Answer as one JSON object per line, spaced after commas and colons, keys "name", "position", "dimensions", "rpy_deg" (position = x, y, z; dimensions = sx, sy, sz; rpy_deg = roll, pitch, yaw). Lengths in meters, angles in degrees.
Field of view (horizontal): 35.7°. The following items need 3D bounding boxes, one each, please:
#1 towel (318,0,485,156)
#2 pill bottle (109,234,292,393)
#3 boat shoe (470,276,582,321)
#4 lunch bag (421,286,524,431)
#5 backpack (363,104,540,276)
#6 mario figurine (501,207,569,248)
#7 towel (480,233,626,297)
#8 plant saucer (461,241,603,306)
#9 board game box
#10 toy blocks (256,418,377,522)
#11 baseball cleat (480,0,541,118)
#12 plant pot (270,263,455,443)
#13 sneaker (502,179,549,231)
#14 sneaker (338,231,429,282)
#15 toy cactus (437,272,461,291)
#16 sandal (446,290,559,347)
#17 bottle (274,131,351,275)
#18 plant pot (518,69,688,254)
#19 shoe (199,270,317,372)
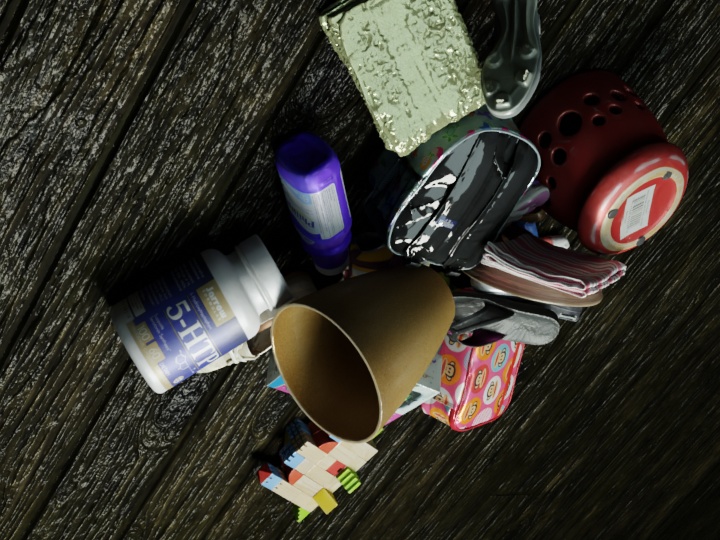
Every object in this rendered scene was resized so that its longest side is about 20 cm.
{"name": "towel", "position": [0.055, -0.241, 1.247], "dimensions": [0.147, 0.037, 0.202], "rpy_deg": [-31, 119, 2]}
{"name": "pill bottle", "position": [-0.187, 0.046, 1.341], "dimensions": [0.198, 0.120, 0.120], "rpy_deg": [-32, 143, -6]}
{"name": "boat shoe", "position": [0.229, 0.040, 1.532], "dimensions": [0.197, 0.071, 0.069], "rpy_deg": [5, 106, -35]}
{"name": "lunch bag", "position": [0.177, 0.122, 1.615], "dimensions": [0.175, 0.081, 0.204], "rpy_deg": [-6, 114, -51]}
{"name": "backpack", "position": [0.117, -0.117, 1.382], "dimensions": [0.175, 0.152, 0.201], "rpy_deg": [13, 128, -38]}
{"name": "mario figurine", "position": [0.273, -0.012, 1.664], "dimensions": [0.122, 0.106, 0.201], "rpy_deg": [-34, 142, -6]}
{"name": "towel", "position": [0.252, -0.013, 1.437], "dimensions": [0.199, 0.144, 0.030], "rpy_deg": [-16, 123, -61]}
{"name": "plant saucer", "position": [0.226, 0.000, 1.480], "dimensions": [0.197, 0.199, 0.030], "rpy_deg": [0, 109, -38]}
{"name": "board game box", "position": [-0.009, 0.135, 1.531], "dimensions": [0.197, 0.065, 0.147], "rpy_deg": [23, 144, -24]}
{"name": "toy blocks", "position": [-0.073, 0.285, 1.728], "dimensions": [0.200, 0.100, 0.136], "rpy_deg": [-43, 132, 9]}
{"name": "baseball cleat", "position": [0.183, -0.245, 1.282], "dimensions": [0.068, 0.203, 0.107], "rpy_deg": [1, 154, 21]}
{"name": "plant pot", "position": [0.022, 0.077, 1.375], "dimensions": [0.199, 0.185, 0.188], "rpy_deg": [-34, 148, -35]}
{"name": "sneaker", "position": [0.163, -0.089, 1.520], "dimensions": [0.080, 0.090, 0.199], "rpy_deg": [-17, 165, -49]}
{"name": "sneaker", "position": [0.000, 0.000, 1.496], "dimensions": [0.199, 0.075, 0.090], "rpy_deg": [-37, 111, 21]}
{"name": "toy cactus", "position": [0.126, 0.072, 1.658], "dimensions": [0.163, 0.102, 0.203], "rpy_deg": [-24, 133, -33]}
{"name": "sandal", "position": [0.168, 0.071, 1.475], "dimensions": [0.196, 0.049, 0.076], "rpy_deg": [6, 135, -5]}
{"name": "bottle", "position": [-0.050, -0.073, 1.354], "dimensions": [0.065, 0.083, 0.202], "rpy_deg": [-35, 145, -17]}
{"name": "plant pot", "position": [0.331, -0.139, 1.512], "dimensions": [0.198, 0.183, 0.202], "rpy_deg": [-23, 142, -20]}
{"name": "shoe", "position": [-0.139, 0.076, 1.467], "dimensions": [0.199, 0.054, 0.070], "rpy_deg": [-36, 143, -1]}
